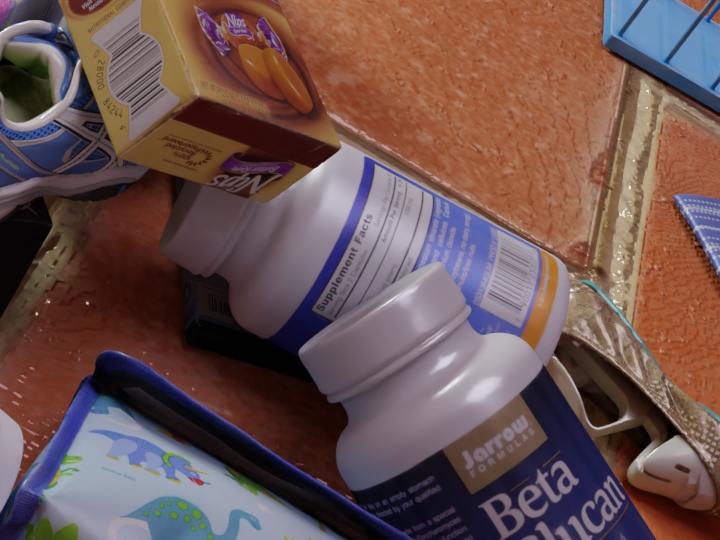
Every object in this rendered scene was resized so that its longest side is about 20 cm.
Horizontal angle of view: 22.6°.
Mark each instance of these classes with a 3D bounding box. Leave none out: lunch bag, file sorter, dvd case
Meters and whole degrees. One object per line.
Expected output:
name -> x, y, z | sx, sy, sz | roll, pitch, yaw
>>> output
lunch bag -> -0.070, 0.127, 0.768 | 0.170, 0.128, 0.200 | 34, 17, -5
file sorter -> 0.322, -0.219, 1.527 | 0.200, 0.123, 0.139 | 28, 34, -11
dvd case -> -0.039, -0.011, 1.048 | 0.143, 0.018, 0.200 | 19, 36, -24

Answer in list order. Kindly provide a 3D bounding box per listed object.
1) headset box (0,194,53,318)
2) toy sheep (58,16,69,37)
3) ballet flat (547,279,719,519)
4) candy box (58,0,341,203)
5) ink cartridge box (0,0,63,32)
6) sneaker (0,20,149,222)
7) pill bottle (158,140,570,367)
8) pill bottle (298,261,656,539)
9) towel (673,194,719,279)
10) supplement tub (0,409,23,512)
headset box -> -0.255, -0.076, 0.886 | 0.149, 0.077, 0.200 | 6, 45, -37
toy sheep -> -0.129, -0.126, 1.008 | 0.200, 0.138, 0.138 | 23, 34, -34
ballet flat -> 0.169, 0.093, 1.079 | 0.065, 0.071, 0.200 | -34, 68, -26
candy box -> -0.093, -0.138, 0.865 | 0.117, 0.056, 0.200 | 15, 46, -57
ink cartridge box -> -0.215, -0.142, 0.871 | 0.117, 0.067, 0.200 | 39, 35, 5
sneaker -> -0.140, -0.077, 0.854 | 0.076, 0.077, 0.200 | 42, 33, 7
pill bottle -> 0.000, 0.000, 0.951 | 0.200, 0.112, 0.112 | 27, 34, -12
pill bottle -> 0.058, 0.100, 0.863 | 0.200, 0.111, 0.111 | 57, 34, -4
towel -> 0.320, 0.025, 1.322 | 0.145, 0.024, 0.200 | 10, 40, -29
supplement tub -> -0.238, 0.043, 0.659 | 0.200, 0.145, 0.145 | 43, 29, -24
